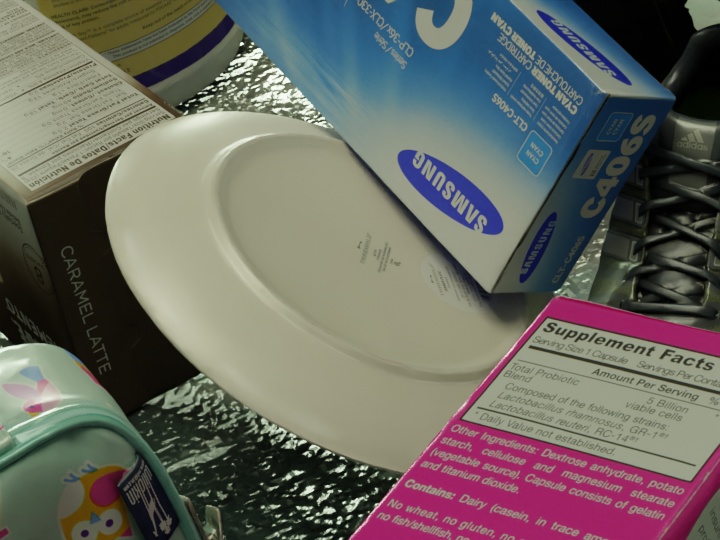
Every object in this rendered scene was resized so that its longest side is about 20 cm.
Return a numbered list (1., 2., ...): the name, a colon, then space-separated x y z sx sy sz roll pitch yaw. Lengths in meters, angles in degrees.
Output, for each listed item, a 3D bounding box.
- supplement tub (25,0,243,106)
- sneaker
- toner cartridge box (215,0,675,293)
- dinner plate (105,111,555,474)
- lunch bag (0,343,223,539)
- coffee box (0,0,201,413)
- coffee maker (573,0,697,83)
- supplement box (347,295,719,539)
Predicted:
1. supplement tub: -0.146 -0.181 1.323 0.145 0.200 0.145 -11 32 7
2. sneaker: 0.120 -0.016 1.043 0.074 0.081 0.200 5 46 12
3. toner cartridge box: 0.026 -0.089 1.070 0.043 0.095 0.200 -2 40 -46
4. dinner plate: 0.000 0.000 1.034 0.200 0.024 0.200 22 34 -16
5. lunch bag: -0.132 0.130 0.878 0.200 0.161 0.077 -32 30 -14
6. coffee box: -0.136 -0.034 1.173 0.080 0.115 0.200 -28 35 -19
7. coffee maker: 0.074 -0.169 1.217 0.134 0.192 0.200 -3 33 -6
8. supplement box: 0.060 0.114 0.852 0.103 0.101 0.200 14 48 39
